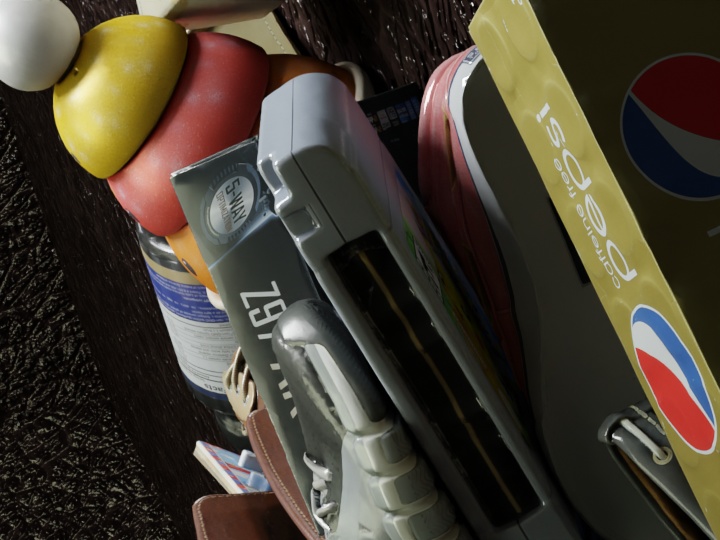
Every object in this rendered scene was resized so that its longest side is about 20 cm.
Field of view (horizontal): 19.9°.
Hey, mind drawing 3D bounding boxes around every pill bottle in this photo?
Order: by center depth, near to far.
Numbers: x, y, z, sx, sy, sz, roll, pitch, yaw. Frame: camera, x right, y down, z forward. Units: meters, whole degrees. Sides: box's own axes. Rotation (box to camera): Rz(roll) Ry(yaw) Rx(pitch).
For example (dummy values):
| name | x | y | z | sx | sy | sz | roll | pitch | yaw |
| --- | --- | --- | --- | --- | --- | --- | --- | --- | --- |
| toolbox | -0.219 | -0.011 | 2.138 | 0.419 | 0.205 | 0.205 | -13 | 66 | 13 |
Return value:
| name | x | y | z | sx | sy | sz | roll | pitch | yaw |
| --- | --- | --- | --- | --- | --- | --- | --- | --- | --- |
| pill bottle | -0.077 | 0.027 | 1.395 | 0.112 | 0.112 | 0.200 | 54 | 163 | 47 |

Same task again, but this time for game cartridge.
| name | x | y | z | sx | sy | sz | roll | pitch | yaw |
| --- | --- | --- | --- | --- | --- | --- | --- | --- | --- |
| game cartridge | 0.025 | 0.020 | 0.789 | 0.200 | 0.040 | 0.133 | 59 | -175 | -17 |

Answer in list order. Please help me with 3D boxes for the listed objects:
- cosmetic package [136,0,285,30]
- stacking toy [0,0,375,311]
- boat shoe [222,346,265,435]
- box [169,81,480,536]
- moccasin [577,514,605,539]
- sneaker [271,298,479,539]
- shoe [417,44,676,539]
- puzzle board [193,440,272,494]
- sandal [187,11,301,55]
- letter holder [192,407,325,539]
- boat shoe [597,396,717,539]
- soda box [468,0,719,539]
| name | x | y | z | sx | sy | sz | roll | pitch | yaw |
| --- | --- | --- | --- | --- | --- | --- | --- | --- | --- |
| cosmetic package | -0.071 | -0.182 | 1.023 | 0.200 | 0.071 | 0.105 | 170 | 90 | -77 |
| stacking toy | -0.105 | -0.082 | 1.044 | 0.200 | 0.146 | 0.146 | 30 | 180 | -19 |
| boat shoe | -0.045 | 0.069 | 1.153 | 0.072 | 0.076 | 0.200 | 35 | 173 | 2 |
| box | 0.006 | 0.009 | 0.900 | 0.160 | 0.043 | 0.200 | 67 | -156 | -2 |
| moccasin | 0.087 | 0.102 | 0.910 | 0.200 | 0.068 | 0.081 | 177 | 77 | -77 |
| sneaker | -0.009 | 0.119 | 0.773 | 0.200 | 0.115 | 0.075 | 60 | -172 | -3 |
| shoe | 0.078 | 0.005 | 0.792 | 0.091 | 0.071 | 0.200 | -160 | 50 | -80 |
| puzzle board | 0.015 | 0.146 | 1.145 | 0.017 | 0.200 | 0.151 | -67 | 20 | 2 |
| sandal | -0.052 | -0.103 | 1.203 | 0.070 | 0.078 | 0.212 | 30 | -149 | -52 |
| letter holder | -0.020 | 0.143 | 0.911 | 0.200 | 0.142 | 0.101 | -134 | 45 | -62 |
| boat shoe | 0.149 | 0.127 | 0.705 | 0.200 | 0.068 | 0.072 | 63 | 166 | 8 |
| soda box | 0.107 | -0.010 | 0.630 | 0.068 | 0.064 | 0.200 | 123 | 123 | -76 |
